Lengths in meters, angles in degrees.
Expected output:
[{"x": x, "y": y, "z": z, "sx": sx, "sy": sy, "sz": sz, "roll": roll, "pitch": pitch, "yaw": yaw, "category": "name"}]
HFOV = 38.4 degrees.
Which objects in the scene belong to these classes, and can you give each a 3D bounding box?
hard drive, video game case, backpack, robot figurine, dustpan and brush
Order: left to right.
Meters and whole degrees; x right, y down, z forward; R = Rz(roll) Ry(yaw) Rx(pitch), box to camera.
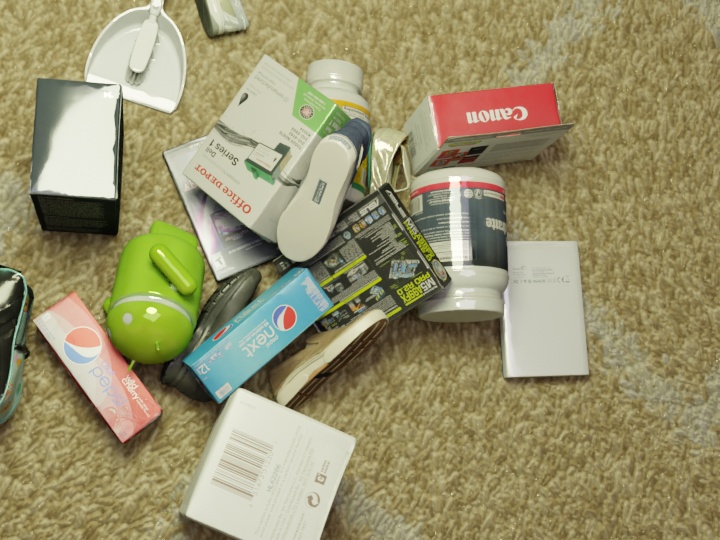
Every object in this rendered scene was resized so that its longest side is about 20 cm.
[{"x": -0.502, "y": 0.103, "z": 1.288, "sx": 0.173, "sy": 0.154, "sz": 0.202, "roll": 5, "pitch": 69, "yaw": -10, "category": "backpack"}, {"x": -0.300, "y": -0.343, "z": 1.469, "sx": 0.138, "sy": 0.057, "sz": 0.202, "roll": 17, "pitch": 76, "yaw": -9, "category": "dustpan and brush"}, {"x": -0.268, "y": 0.034, "z": 1.358, "sx": 0.115, "sy": 0.175, "sz": 0.202, "roll": 26, "pitch": 48, "yaw": -28, "category": "robot figurine"}, {"x": -0.179, "y": -0.102, "z": 1.474, "sx": 0.142, "sy": 0.019, "sz": 0.202, "roll": -23, "pitch": 86, "yaw": -16, "category": "video game case"}, {"x": 0.270, "y": 0.057, "z": 1.544, "sx": 0.130, "sy": 0.025, "sz": 0.203, "roll": 0, "pitch": 79, "yaw": -13, "category": "hard drive"}]

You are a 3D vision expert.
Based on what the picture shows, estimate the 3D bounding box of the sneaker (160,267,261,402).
[{"x": -0.189, "y": 0.089, "z": 1.415, "sx": 0.090, "sy": 0.076, "sz": 0.201, "roll": 35, "pitch": 83, "yaw": -11, "category": "sneaker"}]

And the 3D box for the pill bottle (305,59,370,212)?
[{"x": -0.043, "y": -0.191, "z": 1.473, "sx": 0.111, "sy": 0.113, "sz": 0.203, "roll": 7, "pitch": 78, "yaw": -12, "category": "pill bottle"}]

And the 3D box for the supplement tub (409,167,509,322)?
[{"x": 0.140, "y": -0.034, "z": 1.472, "sx": 0.138, "sy": 0.140, "sz": 0.203, "roll": 2, "pitch": 79, "yaw": -13, "category": "supplement tub"}]

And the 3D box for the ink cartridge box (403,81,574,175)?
[{"x": 0.184, "y": -0.212, "z": 1.497, "sx": 0.198, "sy": 0.176, "sz": 0.085, "roll": -9, "pitch": 81, "yaw": -15, "category": "ink cartridge box"}]

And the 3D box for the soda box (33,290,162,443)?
[{"x": -0.347, "y": 0.130, "z": 1.367, "sx": 0.070, "sy": 0.063, "sz": 0.201, "roll": -37, "pitch": 89, "yaw": -17, "category": "soda box"}]

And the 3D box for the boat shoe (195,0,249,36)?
[{"x": -0.215, "y": -0.445, "z": 1.505, "sx": 0.064, "sy": 0.074, "sz": 0.204, "roll": -13, "pitch": 87, "yaw": -21, "category": "boat shoe"}]

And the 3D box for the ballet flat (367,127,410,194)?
[{"x": 0.038, "y": -0.103, "z": 1.478, "sx": 0.062, "sy": 0.067, "sz": 0.203, "roll": 5, "pitch": 95, "yaw": 17, "category": "ballet flat"}]

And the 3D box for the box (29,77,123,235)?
[{"x": -0.364, "y": -0.142, "z": 1.343, "sx": 0.106, "sy": 0.200, "sz": 0.150, "roll": 3, "pitch": 78, "yaw": -13, "category": "box"}]

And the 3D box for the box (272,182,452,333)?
[{"x": 0.000, "y": 0.000, "z": 1.412, "sx": 0.199, "sy": 0.044, "sz": 0.161, "roll": -33, "pitch": 95, "yaw": 27, "category": "box"}]

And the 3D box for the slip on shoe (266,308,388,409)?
[{"x": -0.049, "y": 0.109, "z": 1.403, "sx": 0.200, "sy": 0.076, "sz": 0.061, "roll": -44, "pitch": 67, "yaw": 23, "category": "slip on shoe"}]

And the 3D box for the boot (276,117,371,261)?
[{"x": -0.042, "y": -0.104, "z": 1.357, "sx": 0.072, "sy": 0.201, "sz": 0.090, "roll": 35, "pitch": 37, "yaw": 5, "category": "boot"}]

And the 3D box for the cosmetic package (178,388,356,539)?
[{"x": -0.124, "y": 0.265, "z": 1.322, "sx": 0.165, "sy": 0.200, "sz": 0.169, "roll": 24, "pitch": 75, "yaw": -7, "category": "cosmetic package"}]

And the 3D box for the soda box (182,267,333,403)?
[{"x": -0.135, "y": 0.082, "z": 1.362, "sx": 0.199, "sy": 0.068, "sz": 0.064, "roll": -40, "pitch": 104, "yaw": -14, "category": "soda box"}]

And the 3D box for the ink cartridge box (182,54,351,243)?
[{"x": -0.123, "y": -0.162, "z": 1.391, "sx": 0.146, "sy": 0.084, "sz": 0.201, "roll": 37, "pitch": 92, "yaw": 25, "category": "ink cartridge box"}]
